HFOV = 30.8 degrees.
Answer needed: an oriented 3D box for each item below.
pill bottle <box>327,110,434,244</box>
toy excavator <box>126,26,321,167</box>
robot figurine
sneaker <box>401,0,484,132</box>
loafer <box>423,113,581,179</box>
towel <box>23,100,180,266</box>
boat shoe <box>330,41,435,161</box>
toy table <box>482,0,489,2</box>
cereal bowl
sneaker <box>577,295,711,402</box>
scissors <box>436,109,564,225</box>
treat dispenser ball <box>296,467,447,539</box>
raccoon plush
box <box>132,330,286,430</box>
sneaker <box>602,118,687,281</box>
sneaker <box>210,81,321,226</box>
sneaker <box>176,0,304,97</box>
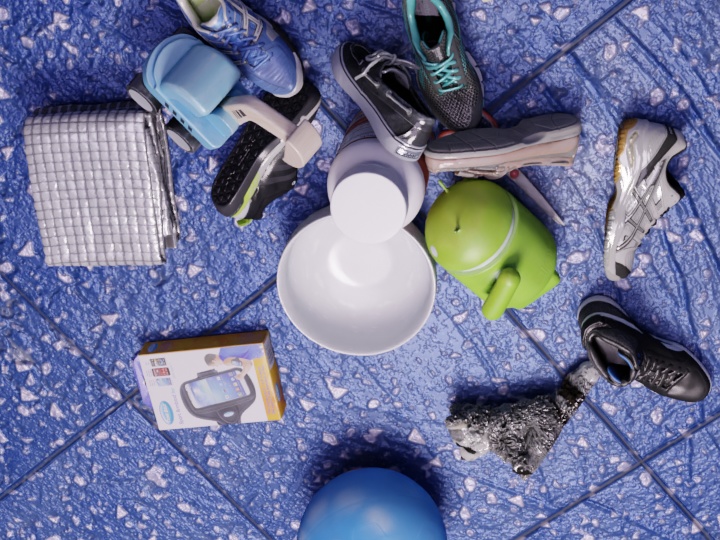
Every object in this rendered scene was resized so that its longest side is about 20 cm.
[{"bbox_3d":[0.023,-0.110,1.489,0.111,0.200,0.113,4,117,8],"label":"pill bottle"},{"bbox_3d":[-0.151,-0.187,1.474,0.194,0.200,0.100,45,74,-18],"label":"toy excavator"},{"bbox_3d":[0.153,-0.031,1.531,0.115,0.176,0.200,-33,138,20],"label":"robot figurine"},{"bbox_3d":[0.086,-0.243,1.469,0.077,0.091,0.201,-16,108,15],"label":"sneaker"},{"bbox_3d":[0.166,-0.129,1.490,0.198,0.072,0.063,-14,118,-21],"label":"loafer"},{"bbox_3d":[-0.314,-0.107,1.614,0.164,0.086,0.202,-2,114,8],"label":"towel"},{"bbox_3d":[0.027,-0.207,1.454,0.073,0.200,0.068,11,125,-30],"label":"boat shoe"},{"bbox_3d":[0.109,-0.390,1.386,0.183,0.117,0.201,-29,109,21],"label":"toy table"},{"bbox_3d":[0.000,0.000,1.611,0.198,0.083,0.202,4,119,8],"label":"cereal bowl"},{"bbox_3d":[0.346,0.123,1.600,0.199,0.112,0.073,34,117,-8],"label":"sneaker"},{"bbox_3d":[0.179,-0.129,1.557,0.199,0.014,0.073,30,103,-10],"label":"scissors"},{"bbox_3d":[0.015,0.361,1.722,0.199,0.201,0.203,4,117,7],"label":"treat dispenser ball"},{"bbox_3d":[0.200,0.171,1.685,0.134,0.097,0.201,35,87,6],"label":"raccoon plush"},{"bbox_3d":[-0.208,0.149,1.745,0.198,0.042,0.120,-7,115,10],"label":"box"},{"bbox_3d":[0.332,-0.075,1.526,0.087,0.076,0.202,7,117,6],"label":"sneaker"},{"bbox_3d":[-0.103,-0.141,1.583,0.083,0.072,0.200,21,116,-45],"label":"sneaker"},{"bbox_3d":[-0.147,-0.271,1.503,0.200,0.077,0.076,43,114,-8],"label":"sneaker"}]
